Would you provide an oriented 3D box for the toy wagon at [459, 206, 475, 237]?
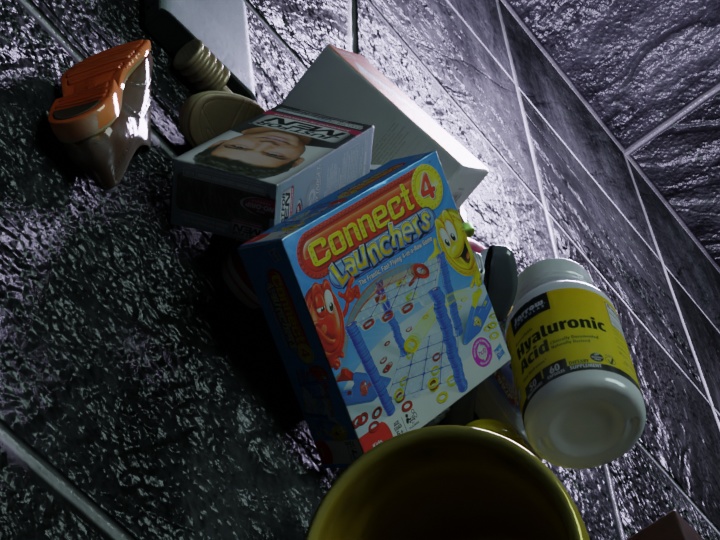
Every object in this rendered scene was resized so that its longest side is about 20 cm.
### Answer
[{"bbox_3d":[0.067,-0.114,1.930,0.200,0.039,0.156,21,38,-58],"label":"toy wagon"}]

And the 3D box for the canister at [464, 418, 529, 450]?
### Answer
[{"bbox_3d":[0.118,0.235,1.375,0.149,0.086,0.200,52,20,-7],"label":"canister"}]

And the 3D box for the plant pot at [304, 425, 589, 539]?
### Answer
[{"bbox_3d":[0.077,0.233,1.134,0.202,0.200,0.189,64,5,26],"label":"plant pot"}]

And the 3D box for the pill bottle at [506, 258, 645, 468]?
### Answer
[{"bbox_3d":[0.197,0.081,1.486,0.111,0.111,0.201,44,23,-30],"label":"pill bottle"}]

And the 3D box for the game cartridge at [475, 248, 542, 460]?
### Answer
[{"bbox_3d":[0.147,0.090,1.578,0.201,0.041,0.133,58,39,-6],"label":"game cartridge"}]

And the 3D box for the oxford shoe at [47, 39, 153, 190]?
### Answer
[{"bbox_3d":[-0.202,-0.129,1.269,0.200,0.071,0.073,-78,149,-60],"label":"oxford shoe"}]

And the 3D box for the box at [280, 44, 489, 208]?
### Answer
[{"bbox_3d":[0.025,-0.139,1.697,0.200,0.098,0.124,43,13,12],"label":"box"}]

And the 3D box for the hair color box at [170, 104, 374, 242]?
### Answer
[{"bbox_3d":[-0.073,-0.085,1.359,0.098,0.061,0.200,14,24,19],"label":"hair color box"}]

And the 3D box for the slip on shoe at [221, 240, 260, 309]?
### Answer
[{"bbox_3d":[-0.075,-0.031,1.396,0.074,0.061,0.200,48,18,-14],"label":"slip on shoe"}]

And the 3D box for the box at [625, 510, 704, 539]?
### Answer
[{"bbox_3d":[0.297,0.370,1.453,0.200,0.164,0.166,45,21,-27],"label":"box"}]

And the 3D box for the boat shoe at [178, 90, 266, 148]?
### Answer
[{"bbox_3d":[-0.113,-0.123,1.473,0.064,0.072,0.200,24,0,33],"label":"boat shoe"}]

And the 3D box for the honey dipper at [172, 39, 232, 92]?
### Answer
[{"bbox_3d":[-0.111,-0.149,1.563,0.200,0.038,0.038,47,19,-34],"label":"honey dipper"}]

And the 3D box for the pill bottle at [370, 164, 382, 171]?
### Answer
[{"bbox_3d":[0.000,0.000,1.426,0.111,0.111,0.201,47,32,-21],"label":"pill bottle"}]

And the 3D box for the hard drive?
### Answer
[{"bbox_3d":[-0.168,-0.264,1.616,0.140,0.033,0.201,43,22,-32],"label":"hard drive"}]

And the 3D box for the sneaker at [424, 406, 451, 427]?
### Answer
[{"bbox_3d":[0.032,0.090,1.455,0.079,0.074,0.201,34,20,-26],"label":"sneaker"}]

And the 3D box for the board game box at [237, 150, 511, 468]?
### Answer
[{"bbox_3d":[0.017,0.029,1.294,0.200,0.056,0.197,-32,107,-41],"label":"board game box"}]

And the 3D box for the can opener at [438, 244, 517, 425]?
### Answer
[{"bbox_3d":[0.106,0.075,1.482,0.066,0.201,0.053,5,21,-11],"label":"can opener"}]

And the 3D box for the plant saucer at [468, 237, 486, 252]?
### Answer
[{"bbox_3d":[0.156,0.056,1.837,0.201,0.051,0.201,47,20,-24],"label":"plant saucer"}]
